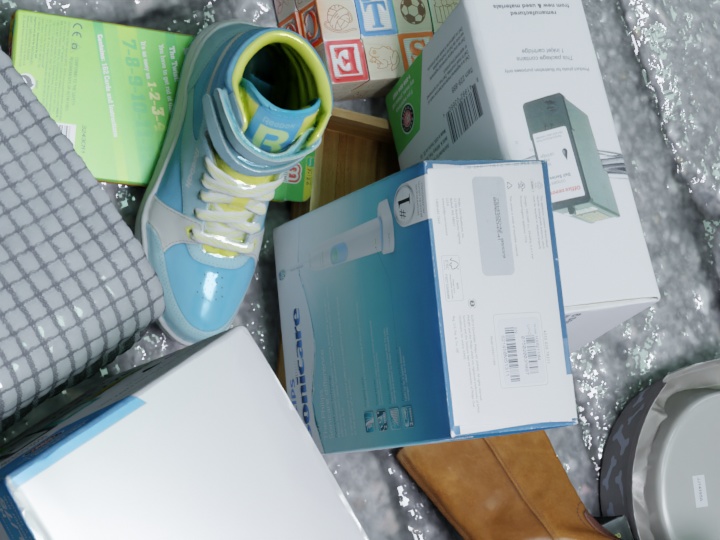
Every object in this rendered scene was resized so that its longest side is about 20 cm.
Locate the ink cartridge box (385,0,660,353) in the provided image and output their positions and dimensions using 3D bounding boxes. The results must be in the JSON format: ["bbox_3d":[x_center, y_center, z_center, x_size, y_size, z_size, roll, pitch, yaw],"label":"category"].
[{"bbox_3d":[0.094,-0.048,0.950,0.083,0.146,0.202,-5,73,-23],"label":"ink cartridge box"}]

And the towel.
[{"bbox_3d":[-0.226,-0.010,0.832,0.165,0.086,0.201,-33,83,-37],"label":"towel"}]

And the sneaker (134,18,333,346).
[{"bbox_3d":[-0.074,-0.051,0.892,0.079,0.130,0.203,8,91,-23],"label":"sneaker"}]

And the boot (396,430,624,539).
[{"bbox_3d":[0.147,0.163,1.012,0.187,0.069,0.201,-22,58,-22],"label":"boot"}]

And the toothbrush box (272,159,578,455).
[{"bbox_3d":[0.029,0.028,0.890,0.084,0.199,0.148,-2,81,-29],"label":"toothbrush box"}]

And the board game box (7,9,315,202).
[{"bbox_3d":[-0.121,-0.099,0.953,0.198,0.030,0.097,5,90,-21],"label":"board game box"}]

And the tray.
[{"bbox_3d":[0.000,0.000,1.014,0.098,0.037,0.203,11,75,-26],"label":"tray"}]

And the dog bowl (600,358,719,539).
[{"bbox_3d":[0.259,0.162,1.113,0.198,0.059,0.203,6,78,-28],"label":"dog bowl"}]

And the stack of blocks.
[{"bbox_3d":[0.042,-0.185,1.056,0.198,0.058,0.117,-10,86,-30],"label":"stack of blocks"}]

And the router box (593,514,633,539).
[{"bbox_3d":[0.112,0.268,1.016,0.198,0.051,0.151,-19,89,-29],"label":"router box"}]

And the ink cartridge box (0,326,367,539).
[{"bbox_3d":[-0.119,0.140,0.820,0.146,0.200,0.147,-33,95,-29],"label":"ink cartridge box"}]
